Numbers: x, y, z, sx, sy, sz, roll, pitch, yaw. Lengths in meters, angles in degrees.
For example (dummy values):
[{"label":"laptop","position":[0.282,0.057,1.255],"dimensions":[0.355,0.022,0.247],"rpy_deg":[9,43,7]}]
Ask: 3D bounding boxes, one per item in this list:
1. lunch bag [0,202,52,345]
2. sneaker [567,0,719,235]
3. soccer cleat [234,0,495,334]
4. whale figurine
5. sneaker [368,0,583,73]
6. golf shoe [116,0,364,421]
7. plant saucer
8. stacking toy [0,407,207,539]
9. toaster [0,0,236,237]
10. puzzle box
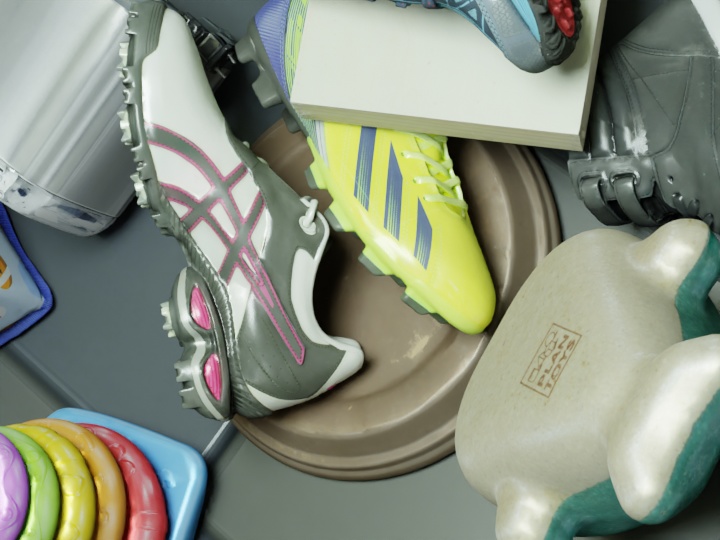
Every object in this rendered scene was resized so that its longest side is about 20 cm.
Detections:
[{"label":"lunch bag","position":[-0.279,-0.046,1.100],"dimensions":[0.124,0.170,0.200],"rpy_deg":[-35,65,12]},{"label":"sneaker","position":[0.153,-0.028,0.937],"dimensions":[0.099,0.071,0.201],"rpy_deg":[-32,58,17]},{"label":"soccer cleat","position":[0.015,-0.061,0.984],"dimensions":[0.084,0.065,0.201],"rpy_deg":[-36,63,9]},{"label":"whale figurine","position":[0.116,0.058,0.872],"dimensions":[0.104,0.200,0.160],"rpy_deg":[30,87,-15]},{"label":"sneaker","position":[0.012,-0.148,0.928],"dimensions":[0.096,0.079,0.200],"rpy_deg":[-47,72,20]},{"label":"golf shoe","position":[-0.060,-0.032,0.994],"dimensions":[0.088,0.077,0.201],"rpy_deg":[-13,95,2]},{"label":"plant saucer","position":[0.000,0.000,1.027],"dimensions":[0.199,0.029,0.201],"rpy_deg":[-7,73,25]},{"label":"stacking toy","position":[-0.170,0.110,0.981],"dimensions":[0.109,0.200,0.117],"rpy_deg":[14,83,29]},{"label":"toaster","position":[-0.157,-0.107,1.090],"dimensions":[0.200,0.114,0.129],"rpy_deg":[39,98,26]},{"label":"puzzle box","position":[0.051,-0.158,0.963],"dimensions":[0.132,0.025,0.201],"rpy_deg":[8,77,13]}]
